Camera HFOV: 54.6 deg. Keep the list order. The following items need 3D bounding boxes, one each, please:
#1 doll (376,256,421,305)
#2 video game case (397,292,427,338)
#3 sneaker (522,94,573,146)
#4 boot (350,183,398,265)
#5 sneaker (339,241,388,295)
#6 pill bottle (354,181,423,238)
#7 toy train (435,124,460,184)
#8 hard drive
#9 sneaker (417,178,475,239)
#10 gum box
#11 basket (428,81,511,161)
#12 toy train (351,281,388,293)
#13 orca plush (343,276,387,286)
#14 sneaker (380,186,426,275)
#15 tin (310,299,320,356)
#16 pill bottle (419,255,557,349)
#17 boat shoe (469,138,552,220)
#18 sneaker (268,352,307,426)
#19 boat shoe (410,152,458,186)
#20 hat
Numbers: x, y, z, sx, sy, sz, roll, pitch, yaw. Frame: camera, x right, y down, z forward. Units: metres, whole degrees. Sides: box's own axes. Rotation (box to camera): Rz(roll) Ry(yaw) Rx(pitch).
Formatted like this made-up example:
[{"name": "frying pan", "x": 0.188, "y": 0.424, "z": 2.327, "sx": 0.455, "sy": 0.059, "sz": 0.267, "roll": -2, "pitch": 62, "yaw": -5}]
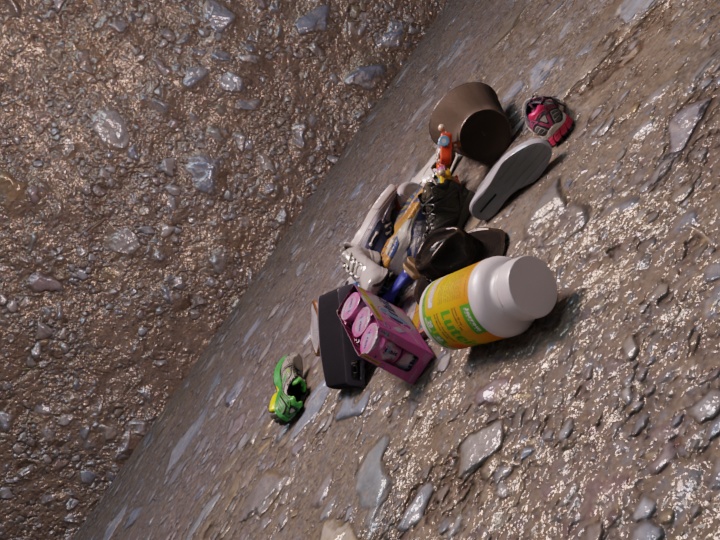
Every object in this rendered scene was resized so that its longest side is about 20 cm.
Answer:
[{"name": "doll", "x": 0.049, "y": 0.068, "z": 1.369, "sx": 0.200, "sy": 0.048, "sz": 0.136, "roll": -55, "pitch": -3, "yaw": 24}, {"name": "video game case", "x": 0.117, "y": 0.075, "z": 1.285, "sx": 0.200, "sy": 0.017, "sz": 0.143, "roll": -40, "pitch": 20, "yaw": 44}, {"name": "sneaker", "x": 0.341, "y": -0.301, "z": 1.316, "sx": 0.081, "sy": 0.075, "sz": 0.200, "roll": -49, "pitch": 15, "yaw": 17}, {"name": "boot", "x": 0.048, "y": -0.084, "z": 1.528, "sx": 0.201, "sy": 0.090, "sz": 0.073, "roll": -58, "pitch": -5, "yaw": 17}, {"name": "sneaker", "x": 0.000, "y": 0.000, "z": 1.400, "sx": 0.075, "sy": 0.087, "sz": 0.200, "roll": -60, "pitch": 17, "yaw": 11}, {"name": "pill bottle", "x": 0.078, "y": -0.105, "z": 1.618, "sx": 0.200, "sy": 0.116, "sz": 0.116, "roll": -41, "pitch": 20, "yaw": 43}, {"name": "toy train", "x": 0.192, "y": -0.227, "z": 1.506, "sx": 0.200, "sy": 0.055, "sz": 0.151, "roll": 1, "pitch": -90, "yaw": -85}, {"name": "hard drive", "x": -0.041, "y": 0.134, "z": 1.388, "sx": 0.135, "sy": 0.042, "sz": 0.201, "roll": -23, "pitch": 70, "yaw": 61}, {"name": "sneaker", "x": 0.147, "y": -0.101, "z": 1.403, "sx": 0.200, "sy": 0.114, "sz": 0.076, "roll": -60, "pitch": 14, "yaw": -15}, {"name": "gum box", "x": 0.039, "y": 0.109, "z": 1.208, "sx": 0.066, "sy": 0.113, "sz": 0.200, "roll": -57, "pitch": 22, "yaw": 10}, {"name": "basket", "x": 0.251, "y": -0.321, "z": 1.540, "sx": 0.180, "sy": 0.136, "sz": 0.200, "roll": -39, "pitch": 22, "yaw": 10}, {"name": "toy train", "x": -0.007, "y": 0.101, "z": 1.491, "sx": 0.200, "sy": 0.087, "sz": 0.114, "roll": -54, "pitch": 20, "yaw": -1}, {"name": "orca plush", "x": 0.013, "y": 0.048, "z": 1.639, "sx": 0.105, "sy": 0.071, "sz": 0.200, "roll": 50, "pitch": 122, "yaw": 30}, {"name": "sneaker", "x": 0.116, "y": -0.078, "z": 1.479, "sx": 0.201, "sy": 0.088, "sz": 0.075, "roll": -63, "pitch": 17, "yaw": -7}, {"name": "tin", "x": -0.094, "y": 0.135, "z": 1.661, "sx": 0.200, "sy": 0.042, "sz": 0.113, "roll": -129, "pitch": 44, "yaw": -75}, {"name": "pill bottle", "x": 0.177, "y": 0.044, "z": 0.979, "sx": 0.200, "sy": 0.111, "sz": 0.111, "roll": -28, "pitch": 29, "yaw": 60}, {"name": "boat shoe", "x": 0.266, "y": -0.178, "z": 1.270, "sx": 0.200, "sy": 0.073, "sz": 0.067, "roll": -43, "pitch": 21, "yaw": 38}, {"name": "sneaker", "x": -0.152, "y": 0.264, "z": 1.618, "sx": 0.085, "sy": 0.078, "sz": 0.201, "roll": -39, "pitch": 29, "yaw": 25}, {"name": "boat shoe", "x": 0.173, "y": -0.218, "z": 1.675, "sx": 0.200, "sy": 0.071, "sz": 0.070, "roll": -53, "pitch": 11, "yaw": -22}, {"name": "hat", "x": 0.153, "y": -0.029, "z": 1.219, "sx": 0.200, "sy": 0.081, "sz": 0.201, "roll": -36, "pitch": 24, "yaw": 19}]
